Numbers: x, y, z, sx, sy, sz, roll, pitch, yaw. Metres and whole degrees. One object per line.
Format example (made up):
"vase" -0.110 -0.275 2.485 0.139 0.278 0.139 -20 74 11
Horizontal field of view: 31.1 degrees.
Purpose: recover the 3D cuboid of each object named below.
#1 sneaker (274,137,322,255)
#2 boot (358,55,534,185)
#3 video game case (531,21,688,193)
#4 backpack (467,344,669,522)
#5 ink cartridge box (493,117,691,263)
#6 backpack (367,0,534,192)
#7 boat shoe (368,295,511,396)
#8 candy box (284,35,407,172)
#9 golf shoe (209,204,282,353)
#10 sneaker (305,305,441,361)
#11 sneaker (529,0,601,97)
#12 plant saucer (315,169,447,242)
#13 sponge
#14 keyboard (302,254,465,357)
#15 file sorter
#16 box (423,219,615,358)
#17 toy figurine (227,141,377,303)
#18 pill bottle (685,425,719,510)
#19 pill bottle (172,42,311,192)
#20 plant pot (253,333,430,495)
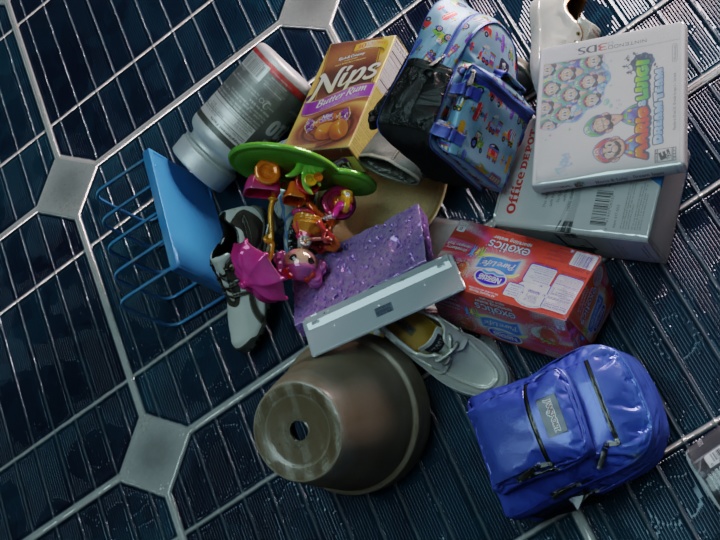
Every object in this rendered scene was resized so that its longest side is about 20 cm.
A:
"sneaker" -0.090 -0.084 1.788 0.072 0.071 0.201 -36 57 53
"boot" 0.113 -0.197 1.670 0.181 0.073 0.200 12 57 37
"video game case" 0.294 -0.192 1.526 0.181 0.024 0.201 -7 61 26
"backpack" 0.233 0.178 1.429 0.199 0.168 0.163 -25 72 18
"ink cartridge box" 0.279 -0.098 1.557 0.199 0.086 0.147 7 74 34
"backpack" 0.126 -0.214 1.546 0.134 0.182 0.201 17 79 35
"boat shoe" 0.093 0.090 1.559 0.200 0.070 0.071 36 93 7
"candy box" -0.018 -0.225 1.764 0.116 0.057 0.201 -1 53 36
"golf shoe" -0.169 0.010 1.751 0.078 0.094 0.202 8 93 52
"sneaker" 0.016 0.095 1.643 0.199 0.075 0.090 -35 54 16
"sneaker" 0.263 -0.271 1.641 0.084 0.073 0.201 -15 63 28
"plant saucer" 0.034 -0.106 1.735 0.199 0.035 0.202 -11 67 26
"sponge" 0.000 0.000 1.653 0.199 0.030 0.112 -26 40 19
"keyboard" 0.026 0.041 1.534 0.199 0.011 0.057 -25 56 6
"file sorter" -0.279 -0.039 1.833 0.122 0.139 0.201 -31 58 21
"box" 0.189 0.024 1.542 0.199 0.096 0.100 16 60 34
"toy figurine" -0.088 -0.045 1.661 0.199 0.150 0.185 12 73 -10
"pill bottle" 0.447 0.175 1.340 0.200 0.106 0.107 -37 57 12
"pill bottle" -0.167 -0.215 1.848 0.200 0.114 0.114 -47 55 7
"plant pot" -0.036 0.179 1.545 0.199 0.173 0.202 0 91 24
